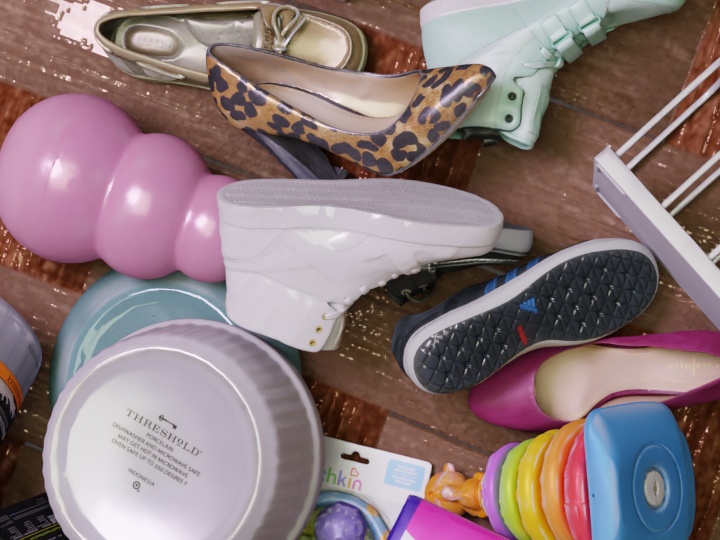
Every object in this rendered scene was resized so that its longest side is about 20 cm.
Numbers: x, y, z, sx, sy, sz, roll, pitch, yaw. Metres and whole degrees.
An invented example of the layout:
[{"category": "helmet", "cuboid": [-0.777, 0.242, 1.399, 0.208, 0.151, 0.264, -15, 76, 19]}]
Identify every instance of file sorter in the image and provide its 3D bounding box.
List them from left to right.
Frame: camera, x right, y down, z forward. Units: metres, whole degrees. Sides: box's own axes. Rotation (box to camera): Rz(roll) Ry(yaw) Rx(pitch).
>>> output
[{"category": "file sorter", "cuboid": [0.271, -0.032, 1.387, 0.124, 0.139, 0.200, -41, 82, 2]}]

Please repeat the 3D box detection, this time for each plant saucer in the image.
[{"category": "plant saucer", "cuboid": [-0.144, 0.084, 1.492, 0.199, 0.036, 0.202, -1, 86, 13]}]

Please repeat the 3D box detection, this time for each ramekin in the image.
[{"category": "ramekin", "cuboid": [-0.132, 0.133, 1.419, 0.201, 0.094, 0.204, -1, 86, 13]}]

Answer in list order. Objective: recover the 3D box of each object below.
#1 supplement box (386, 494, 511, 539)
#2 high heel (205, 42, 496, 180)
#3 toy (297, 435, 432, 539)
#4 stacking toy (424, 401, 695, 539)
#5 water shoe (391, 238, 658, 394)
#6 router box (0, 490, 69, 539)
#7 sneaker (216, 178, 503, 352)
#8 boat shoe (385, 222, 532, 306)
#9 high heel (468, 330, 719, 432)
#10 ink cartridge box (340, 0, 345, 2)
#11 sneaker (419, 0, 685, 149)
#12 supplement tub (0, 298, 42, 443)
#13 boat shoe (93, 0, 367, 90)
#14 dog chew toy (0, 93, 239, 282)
[{"category": "supplement box", "cuboid": [0.108, 0.250, 1.386, 0.199, 0.103, 0.102, 23, 76, 24]}, {"category": "high heel", "cuboid": [-0.013, -0.133, 1.410, 0.199, 0.072, 0.143, -26, 119, 39]}, {"category": "toy", "cuboid": [-0.027, 0.225, 1.465, 0.114, 0.047, 0.201, 13, 90, 9]}, {"category": "stacking toy", "cuboid": [0.125, 0.157, 1.412, 0.199, 0.109, 0.117, -8, 84, 41]}, {"category": "water shoe", "cuboid": [0.114, 0.021, 1.438, 0.199, 0.079, 0.072, -21, 113, -12]}, {"category": "router box", "cuboid": [-0.230, 0.245, 1.420, 0.062, 0.200, 0.150, -45, 81, 12]}, {"category": "sneaker", "cuboid": [0.000, 0.000, 1.410, 0.198, 0.074, 0.116, 3, 114, 7]}, {"category": "boat shoe", "cuboid": [0.026, -0.008, 1.461, 0.198, 0.070, 0.067, 2, 95, 10]}, {"category": "high heel", "cuboid": [0.170, 0.075, 1.416, 0.199, 0.096, 0.068, -14, 85, 8]}, {"category": "ink cartridge box", "cuboid": [-0.093, -0.300, 1.453, 0.199, 0.147, 0.147, 16, 89, 10]}, {"category": "sneaker", "cuboid": [0.145, -0.148, 1.442, 0.199, 0.074, 0.119, -10, 79, 18]}, {"category": "supplement tub", "cuboid": [-0.320, 0.114, 1.441, 0.122, 0.123, 0.201, 17, 58, 9]}, {"category": "boat shoe", "cuboid": [-0.096, -0.166, 1.488, 0.199, 0.063, 0.074, 9, 89, 9]}, {"category": "dog chew toy", "cuboid": [-0.163, -0.051, 1.465, 0.199, 0.125, 0.125, 19, 90, 6]}]
